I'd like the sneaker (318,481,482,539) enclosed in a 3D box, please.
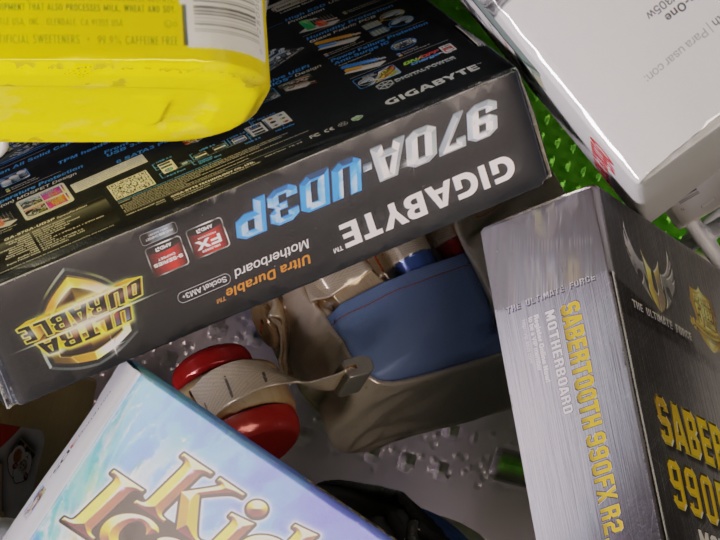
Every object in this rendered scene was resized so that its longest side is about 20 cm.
[{"bbox_3d":[0.038,0.146,1.013,0.111,0.200,0.077,25,105,-43],"label":"sneaker"}]

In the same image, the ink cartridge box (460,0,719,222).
[{"bbox_3d":[0.066,-0.121,0.955,0.084,0.146,0.200,-39,82,3],"label":"ink cartridge box"}]

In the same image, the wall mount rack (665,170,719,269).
[{"bbox_3d":[0.143,-0.089,1.058,0.074,0.174,0.200,-36,91,-27],"label":"wall mount rack"}]

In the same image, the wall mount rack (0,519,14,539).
[{"bbox_3d":[-0.122,0.188,1.002,0.173,0.075,0.200,-35,136,-9],"label":"wall mount rack"}]

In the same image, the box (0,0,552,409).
[{"bbox_3d":[-0.054,-0.036,0.976,0.199,0.159,0.046,-24,115,-10],"label":"box"}]

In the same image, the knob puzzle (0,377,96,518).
[{"bbox_3d":[-0.176,0.123,0.995,0.219,0.030,0.221,-28,124,-53],"label":"knob puzzle"}]

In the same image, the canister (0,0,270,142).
[{"bbox_3d":[-0.105,-0.147,0.918,0.148,0.087,0.201,0,75,-14],"label":"canister"}]

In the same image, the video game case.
[{"bbox_3d":[-0.044,0.159,0.920,0.200,0.045,0.182,34,86,-11],"label":"video game case"}]

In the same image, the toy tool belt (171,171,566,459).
[{"bbox_3d":[0.000,0.000,1.068,0.199,0.125,0.123,-15,66,-27],"label":"toy tool belt"}]

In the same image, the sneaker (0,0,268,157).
[{"bbox_3d":[-0.127,-0.072,0.972,0.199,0.087,0.075,-10,138,-8],"label":"sneaker"}]

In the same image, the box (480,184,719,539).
[{"bbox_3d":[0.121,0.076,0.993,0.200,0.048,0.159,30,46,-55],"label":"box"}]
